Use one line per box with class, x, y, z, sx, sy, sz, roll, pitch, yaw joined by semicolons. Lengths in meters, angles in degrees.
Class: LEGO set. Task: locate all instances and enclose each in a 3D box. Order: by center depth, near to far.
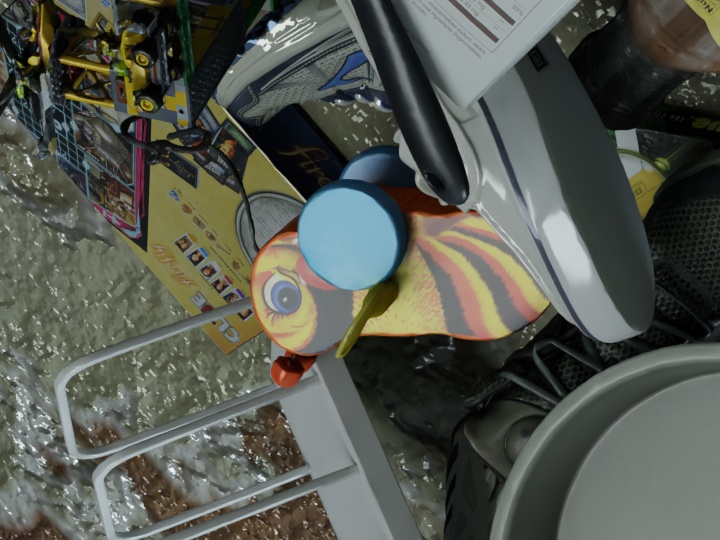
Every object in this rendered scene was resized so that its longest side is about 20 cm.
LEGO set;-0.096;-0.152;0.984;0.116;0.200;0.154;13;144;15

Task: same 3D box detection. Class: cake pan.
cake pan;0.145;0.124;0.941;0.200;0.037;0.201;4;98;28

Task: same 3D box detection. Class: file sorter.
file sorter;-0.047;0.129;1.147;0.139;0.124;0.200;95;152;-67

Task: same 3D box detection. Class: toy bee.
toy bee;0.000;0.000;1.077;0.200;0.131;0.109;22;118;35

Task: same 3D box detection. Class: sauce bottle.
sauce bottle;0.141;-0.115;0.909;0.065;0.065;0.200;45;144;-1

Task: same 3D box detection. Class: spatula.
spatula;-0.009;-0.105;0.839;0.056;0.021;0.200;8;134;56

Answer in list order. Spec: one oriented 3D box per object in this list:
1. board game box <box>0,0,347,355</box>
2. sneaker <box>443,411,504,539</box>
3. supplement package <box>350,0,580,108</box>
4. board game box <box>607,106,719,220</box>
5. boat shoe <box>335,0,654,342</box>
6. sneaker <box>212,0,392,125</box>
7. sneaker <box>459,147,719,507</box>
board game box;-0.089;-0.063;1.190;0.200;0.035;0.135;49;142;-7
sneaker;0.072;0.107;1.115;0.200;0.076;0.116;137;131;-68
supplement package;0.067;-0.191;0.832;0.151;0.152;0.200;44;143;0
board game box;0.140;0.017;1.067;0.105;0.023;0.200;14;133;36
boat shoe;0.043;-0.057;0.941;0.066;0.072;0.200;-27;97;28
sneaker;0.010;-0.095;1.040;0.085;0.077;0.200;47;143;-10
sneaker;0.110;0.032;0.999;0.076;0.114;0.199;42;141;-1
